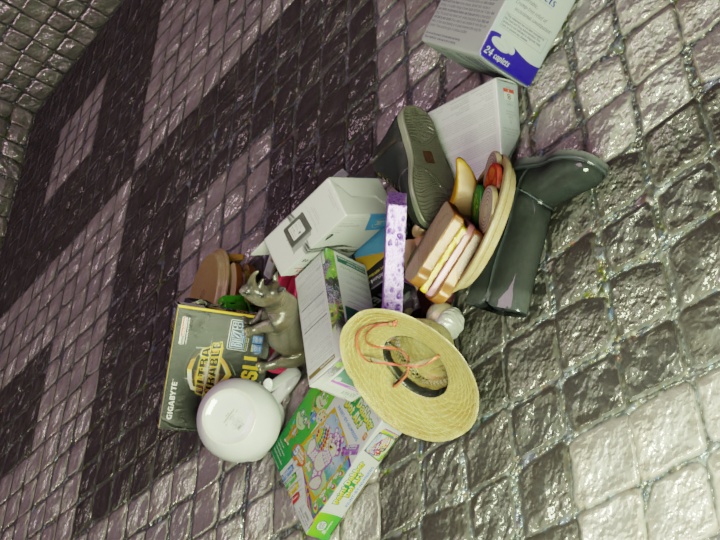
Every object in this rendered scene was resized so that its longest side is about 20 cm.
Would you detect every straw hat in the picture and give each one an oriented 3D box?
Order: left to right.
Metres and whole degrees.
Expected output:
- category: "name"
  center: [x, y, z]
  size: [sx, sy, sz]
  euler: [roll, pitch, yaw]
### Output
- category: "straw hat"
  center: [0.078, 0.109, 1.394]
  size: [0.201, 0.201, 0.085]
  euler: [-31, 9, 44]

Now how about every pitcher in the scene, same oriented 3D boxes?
- category: "pitcher"
  center: [-0.159, 0.206, 1.659]
  size: [0.172, 0.121, 0.200]
  euler: [-55, -12, -5]

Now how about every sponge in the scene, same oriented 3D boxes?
- category: "sponge"
  center: [0.044, 0.002, 1.473]
  size: [0.112, 0.030, 0.201]
  euler: [-83, -4, -79]

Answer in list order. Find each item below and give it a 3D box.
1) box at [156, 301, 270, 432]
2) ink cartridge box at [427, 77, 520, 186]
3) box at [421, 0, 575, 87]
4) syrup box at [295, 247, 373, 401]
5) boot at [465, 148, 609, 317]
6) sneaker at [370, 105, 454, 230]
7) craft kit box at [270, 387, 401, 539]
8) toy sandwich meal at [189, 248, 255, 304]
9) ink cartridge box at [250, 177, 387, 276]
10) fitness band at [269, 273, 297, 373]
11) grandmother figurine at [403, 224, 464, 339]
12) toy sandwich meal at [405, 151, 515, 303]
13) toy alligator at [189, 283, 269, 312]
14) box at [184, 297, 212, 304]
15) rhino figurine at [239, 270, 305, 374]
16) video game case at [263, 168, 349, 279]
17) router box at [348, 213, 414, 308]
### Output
- category: "box"
  center: [-0.231, 0.159, 1.765]
  size: [0.049, 0.159, 0.201]
  euler: [-153, 73, -72]
- category: "ink cartridge box"
  center: [0.161, -0.151, 1.562]
  size: [0.162, 0.050, 0.201]
  euler: [-20, 70, 51]
- category: "box"
  center: [0.208, -0.384, 1.582]
  size: [0.201, 0.105, 0.184]
  euler: [-62, 29, 5]
- category: "syrup box"
  center: [-0.030, 0.075, 1.547]
  size: [0.081, 0.078, 0.201]
  euler: [-43, 39, 31]
- category: "boot"
  center: [0.214, -0.041, 1.348]
  size: [0.165, 0.065, 0.201]
  euler: [-4, 61, 66]
- category: "sneaker"
  center: [0.074, -0.126, 1.587]
  size: [0.106, 0.074, 0.201]
  euler: [-48, 42, 49]
- category: "craft kit box"
  center: [-0.039, 0.241, 1.565]
  size: [0.198, 0.048, 0.200]
  euler: [-55, 31, 11]
- category: "toy sandwich meal"
  center: [-0.257, 0.051, 2.040]
  size: [0.205, 0.070, 0.206]
  euler: [-42, 40, 51]
- category: "ink cartridge box"
  center: [-0.056, -0.052, 1.620]
  size: [0.200, 0.115, 0.067]
  euler: [-41, 67, 36]
- category: "fitness band"
  center: [-0.114, 0.070, 1.764]
  size: [0.144, 0.037, 0.201]
  euler: [-108, 32, -57]
- category: "grandmother figurine"
  center: [0.095, 0.025, 1.498]
  size: [0.200, 0.060, 0.122]
  euler: [-106, 36, -52]
- category: "toy sandwich meal"
  center: [0.124, -0.059, 1.389]
  size: [0.205, 0.070, 0.206]
  euler: [-158, 90, -81]
- category: "toy alligator"
  center: [-0.193, 0.064, 1.834]
  size: [0.059, 0.199, 0.055]
  euler: [-35, 73, 43]
- category: "box"
  center: [-0.255, 0.152, 1.902]
  size: [0.200, 0.043, 0.161]
  euler: [24, 103, 49]
- category: "rhino figurine"
  center: [-0.126, 0.071, 1.599]
  size: [0.087, 0.201, 0.060]
  euler: [-17, 41, -3]
- category: "video game case"
  center: [-0.088, -0.071, 1.755]
  size: [0.143, 0.018, 0.200]
  euler: [-44, -8, -24]
- category: "router box"
  center: [0.000, 0.000, 1.673]
  size: [0.200, 0.051, 0.150]
  euler: [-37, 41, 39]
